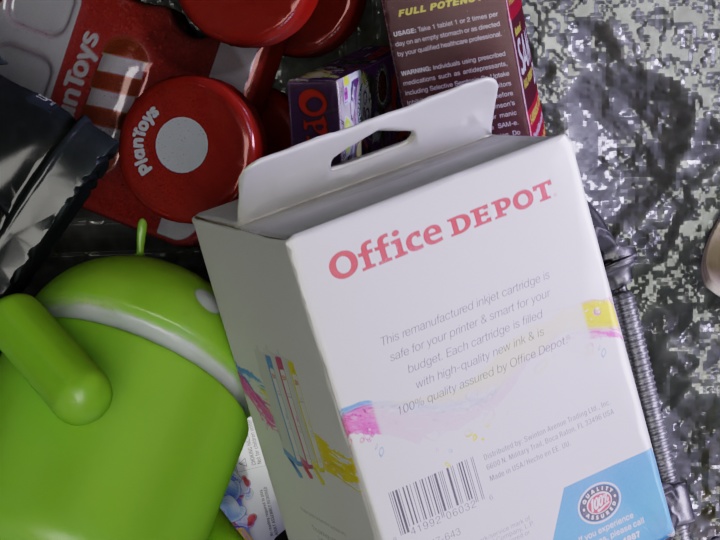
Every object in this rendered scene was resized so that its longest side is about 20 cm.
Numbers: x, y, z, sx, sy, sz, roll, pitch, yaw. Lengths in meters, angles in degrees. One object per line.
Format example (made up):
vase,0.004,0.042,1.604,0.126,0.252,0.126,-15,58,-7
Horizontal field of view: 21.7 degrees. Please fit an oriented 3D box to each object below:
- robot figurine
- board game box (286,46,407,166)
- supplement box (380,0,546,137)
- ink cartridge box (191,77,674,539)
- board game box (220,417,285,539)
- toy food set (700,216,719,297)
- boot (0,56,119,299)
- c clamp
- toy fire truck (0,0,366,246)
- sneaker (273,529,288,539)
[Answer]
robot figurine,-0.114,0.081,0.828,0.115,0.176,0.201,4,58,29
board game box,0.000,0.000,0.897,0.032,0.120,0.201,0,104,13
supplement box,0.058,-0.060,0.896,0.060,0.109,0.201,-10,102,10
ink cartridge box,0.024,0.031,0.780,0.128,0.125,0.201,-20,102,-20
board game box,-0.100,0.153,0.953,0.134,0.045,0.201,-14,101,-1
toy food set,0.280,-0.044,0.943,0.143,0.060,0.201,29,98,-8
boot,-0.218,-0.032,0.817,0.162,0.073,0.199,34,89,-1
c clamp,0.133,0.059,0.925,0.027,0.171,0.201,-14,89,20
toy fire truck,-0.098,-0.115,0.887,0.167,0.112,0.201,20,98,11
sneaker,-0.054,0.202,0.894,0.200,0.074,0.089,-36,113,5
